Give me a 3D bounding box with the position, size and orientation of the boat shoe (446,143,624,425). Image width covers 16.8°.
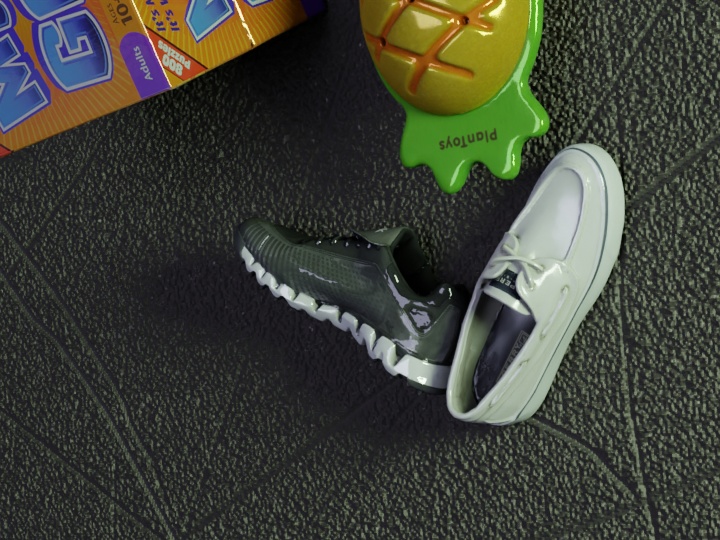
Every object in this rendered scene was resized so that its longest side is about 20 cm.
[{"bbox_3d":[0.108,0.011,1.596,0.072,0.066,0.201,37,113,31],"label":"boat shoe"}]

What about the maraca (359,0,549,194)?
[{"bbox_3d":[0.063,-0.153,1.602,0.137,0.107,0.201,-13,83,36],"label":"maraca"}]

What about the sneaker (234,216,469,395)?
[{"bbox_3d":[0.000,0.000,1.684,0.200,0.066,0.091,34,108,28],"label":"sneaker"}]

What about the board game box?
[{"bbox_3d":[-0.186,-0.218,1.703,0.199,0.200,0.201,-17,101,37],"label":"board game box"}]
